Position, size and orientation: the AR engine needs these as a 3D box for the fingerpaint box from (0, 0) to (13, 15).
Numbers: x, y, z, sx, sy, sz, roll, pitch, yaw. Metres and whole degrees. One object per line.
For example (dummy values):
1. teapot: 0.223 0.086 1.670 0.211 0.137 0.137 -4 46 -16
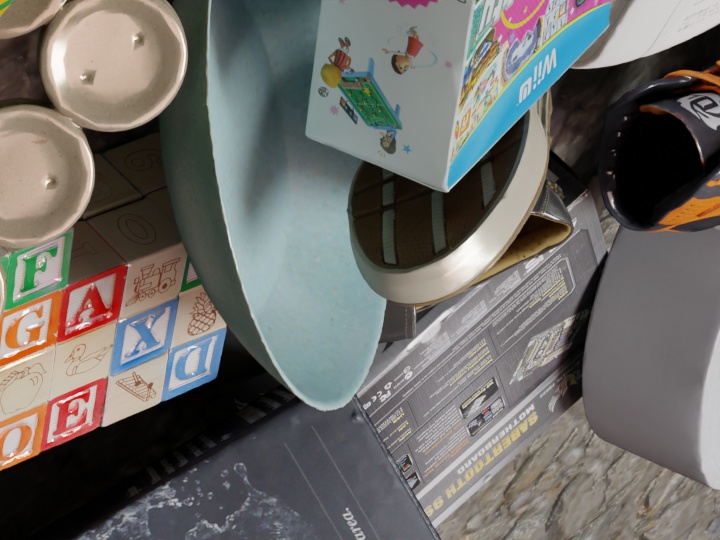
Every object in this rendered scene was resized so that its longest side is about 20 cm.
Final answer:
1. fingerpaint box: -0.171 -0.133 0.777 0.167 0.073 0.200 -49 140 5

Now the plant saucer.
1. plant saucer: -0.036 -0.047 1.026 0.039 0.201 0.201 -6 155 18

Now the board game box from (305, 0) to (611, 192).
1. board game box: 0.048 -0.152 0.998 0.148 0.064 0.200 -46 152 -48

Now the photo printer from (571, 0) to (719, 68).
1. photo printer: 0.154 -0.167 1.141 0.166 0.069 0.200 -28 162 -29

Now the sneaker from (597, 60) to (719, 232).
1. sneaker: 0.179 -0.077 1.179 0.112 0.078 0.200 -13 149 -52

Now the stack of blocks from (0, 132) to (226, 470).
1. stack of blocks: -0.140 0.015 1.036 0.200 0.059 0.115 -22 142 -35

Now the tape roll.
1. tape roll: 0.185 0.003 1.363 0.200 0.066 0.201 -43 146 -40

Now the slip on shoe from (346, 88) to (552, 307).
1. slip on shoe: 0.040 -0.039 1.087 0.076 0.200 0.061 -15 120 13

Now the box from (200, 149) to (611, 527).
1. box: 0.032 0.050 1.302 0.200 0.048 0.158 -41 150 -10

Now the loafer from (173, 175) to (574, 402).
1. loafer: 0.000 0.000 1.179 0.200 0.072 0.073 -34 149 -19

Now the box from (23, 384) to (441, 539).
1. box: -0.047 0.173 1.148 0.200 0.197 0.117 -31 -177 -6

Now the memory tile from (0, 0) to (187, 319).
1. memory tile: -0.163 -0.041 0.903 0.153 0.017 0.200 37 96 -24
